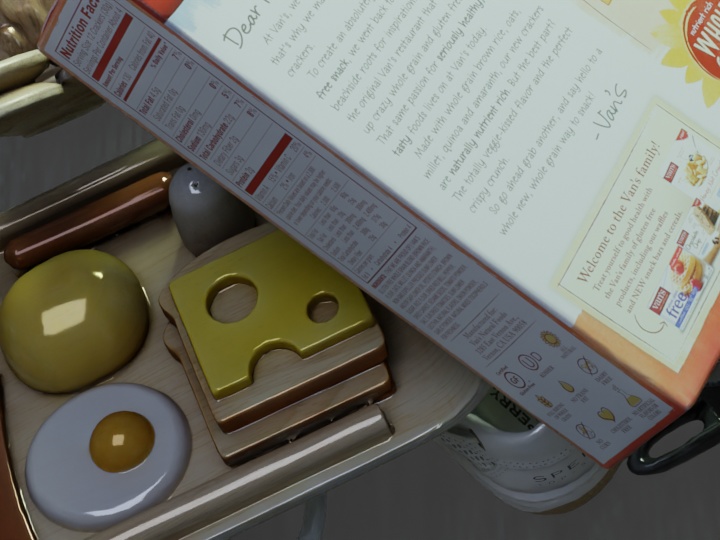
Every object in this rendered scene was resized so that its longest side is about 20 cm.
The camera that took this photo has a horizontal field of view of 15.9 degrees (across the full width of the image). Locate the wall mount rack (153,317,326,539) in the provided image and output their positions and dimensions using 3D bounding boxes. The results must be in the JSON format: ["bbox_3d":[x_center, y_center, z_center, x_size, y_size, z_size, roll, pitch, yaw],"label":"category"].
[{"bbox_3d":[-0.119,0.082,0.832,0.199,0.075,0.175,13,83,24],"label":"wall mount rack"}]

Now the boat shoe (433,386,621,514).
[{"bbox_3d":[0.000,0.000,0.826,0.200,0.069,0.071,33,84,27],"label":"boat shoe"}]

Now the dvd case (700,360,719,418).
[{"bbox_3d":[0.192,-0.044,0.736,0.150,0.025,0.201,-10,42,49],"label":"dvd case"}]

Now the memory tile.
[{"bbox_3d":[-0.063,-0.071,0.810,0.199,0.153,0.017,-25,92,-21],"label":"memory tile"}]

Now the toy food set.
[{"bbox_3d":[-0.071,0.010,0.763,0.199,0.061,0.144,-25,55,0],"label":"toy food set"}]

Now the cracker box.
[{"bbox_3d":[0.030,-0.059,0.717,0.200,0.058,0.134,37,60,-3],"label":"cracker box"}]

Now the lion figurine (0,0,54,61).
[{"bbox_3d":[-0.059,-0.134,0.902,0.199,0.072,0.123,-14,72,8],"label":"lion figurine"}]

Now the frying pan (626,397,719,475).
[{"bbox_3d":[0.166,-0.010,0.802,0.189,0.031,0.116,-12,64,11],"label":"frying pan"}]
